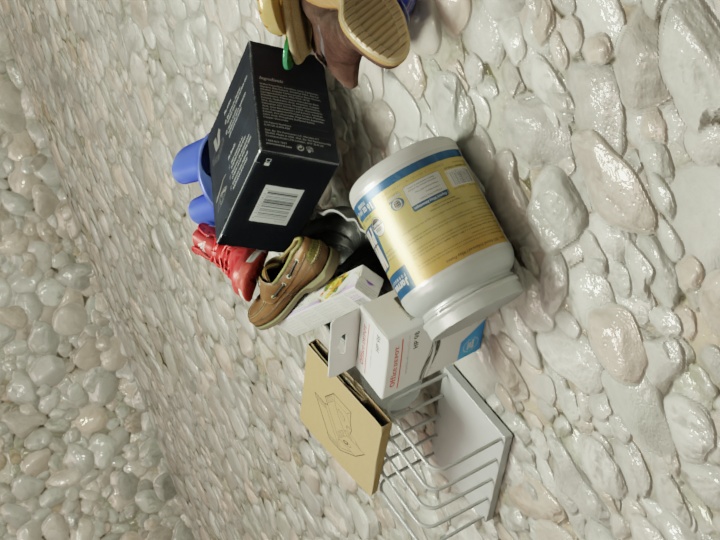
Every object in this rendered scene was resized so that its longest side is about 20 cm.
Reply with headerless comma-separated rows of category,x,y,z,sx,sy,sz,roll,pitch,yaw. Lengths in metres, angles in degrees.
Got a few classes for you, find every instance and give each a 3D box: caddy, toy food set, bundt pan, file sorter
caddy,-0.187,-0.149,1.739,0.104,0.199,0.143,-15,103,40
toy food set,-0.093,-0.353,1.445,0.199,0.048,0.202,77,-170,-61
bundt pan,0.000,0.000,1.592,0.201,0.075,0.204,24,126,38
file sorter,0.107,0.262,1.579,0.139,0.123,0.202,49,151,35

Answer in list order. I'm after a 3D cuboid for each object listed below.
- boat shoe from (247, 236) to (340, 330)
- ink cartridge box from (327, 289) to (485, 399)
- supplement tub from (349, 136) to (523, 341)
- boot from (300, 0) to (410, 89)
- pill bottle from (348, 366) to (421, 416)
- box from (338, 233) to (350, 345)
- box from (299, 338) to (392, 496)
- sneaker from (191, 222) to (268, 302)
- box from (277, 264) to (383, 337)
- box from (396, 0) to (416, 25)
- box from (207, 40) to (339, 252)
boat shoe,-0.109,0.011,1.588,0.200,0.068,0.073,-42,29,40
ink cartridge box,0.060,0.081,1.424,0.067,0.198,0.117,48,150,34
supplement tub,0.089,-0.036,1.329,0.202,0.143,0.145,63,156,10
boot,-0.004,-0.270,1.353,0.201,0.072,0.167,53,165,26
pill bottle,0.006,0.171,1.667,0.115,0.113,0.200,65,154,4
box,-0.013,0.021,1.726,0.110,0.034,0.202,7,117,62
box,-0.023,0.209,1.604,0.164,0.021,0.201,46,150,25
sneaker,-0.199,-0.014,1.663,0.200,0.114,0.079,-106,36,-85
box,-0.045,0.043,1.564,0.041,0.039,0.199,36,146,-21
box,0.009,-0.357,1.350,0.201,0.041,0.119,59,155,13
box,-0.124,-0.166,1.569,0.197,0.116,0.202,124,145,-47
